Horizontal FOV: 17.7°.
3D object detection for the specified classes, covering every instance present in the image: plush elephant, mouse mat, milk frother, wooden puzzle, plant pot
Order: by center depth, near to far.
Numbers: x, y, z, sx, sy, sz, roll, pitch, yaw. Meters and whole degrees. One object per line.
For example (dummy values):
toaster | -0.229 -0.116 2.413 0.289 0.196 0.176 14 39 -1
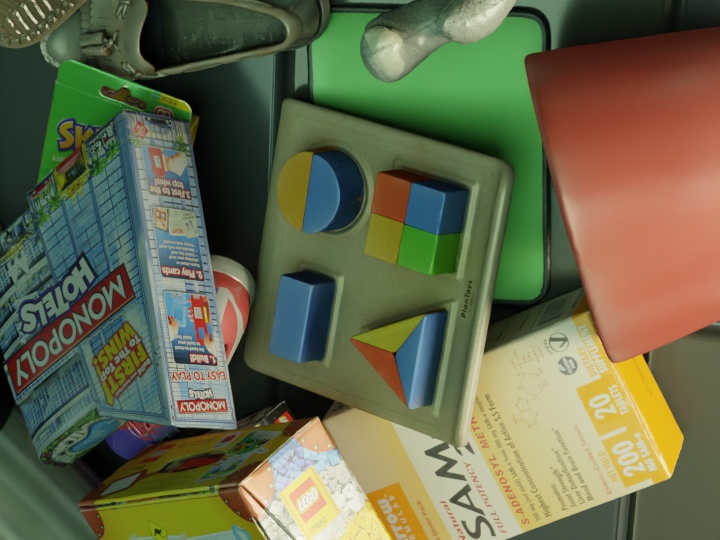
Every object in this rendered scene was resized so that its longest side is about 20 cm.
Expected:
plush elephant | 0.063 -0.229 1.365 0.200 0.165 0.155 -12 146 3
plant pot | 0.208 -0.059 1.383 0.177 0.200 0.201 -15 104 8
wooden puzzle | 0.000 0.000 1.470 0.200 0.046 0.185 20 108 38
mouse mat | 0.044 -0.074 1.511 0.161 0.008 0.200 3 110 14
milk frother | -0.301 0.136 1.616 0.180 0.200 0.188 -40 112 -1

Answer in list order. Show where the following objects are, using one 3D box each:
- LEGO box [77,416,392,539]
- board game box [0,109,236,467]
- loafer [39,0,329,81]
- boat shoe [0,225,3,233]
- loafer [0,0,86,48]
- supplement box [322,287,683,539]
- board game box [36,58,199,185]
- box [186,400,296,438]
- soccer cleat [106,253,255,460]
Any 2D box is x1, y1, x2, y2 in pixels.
LEGO box | -0.072 0.184 1.494 0.200 0.077 0.149 -13 112 52
board game box | -0.162 0.036 1.475 0.200 0.062 0.200 -38 62 33
loafer | -0.122 -0.158 1.493 0.200 0.063 0.072 -5 110 18
boat shoe | -0.302 -0.067 1.575 0.074 0.060 0.200 -12 105 18
loafer | -0.170 -0.224 1.483 0.200 0.068 0.076 -33 124 7
supplement box | 0.094 0.105 1.522 0.200 0.074 0.126 -24 101 21
board game box | -0.170 -0.046 1.547 0.096 0.030 0.200 21 126 7
box | -0.041 0.190 1.570 0.200 0.040 0.137 56 145 -8
soccer cleat | -0.131 0.074 1.550 0.068 0.073 0.200 25 132 -11
